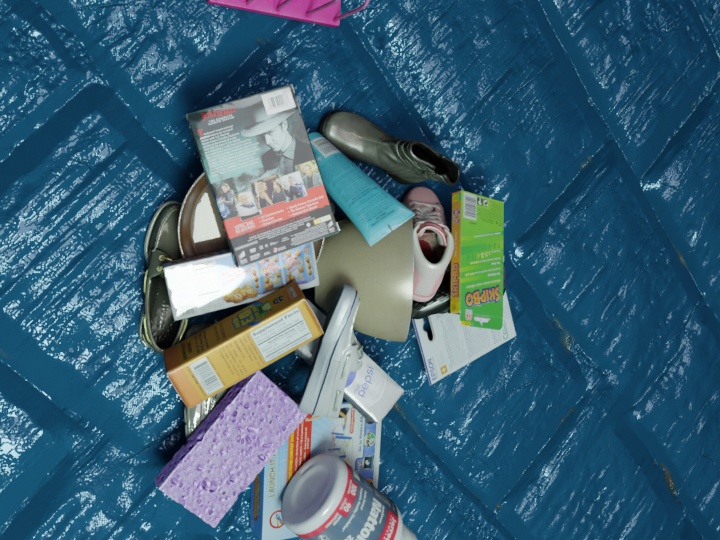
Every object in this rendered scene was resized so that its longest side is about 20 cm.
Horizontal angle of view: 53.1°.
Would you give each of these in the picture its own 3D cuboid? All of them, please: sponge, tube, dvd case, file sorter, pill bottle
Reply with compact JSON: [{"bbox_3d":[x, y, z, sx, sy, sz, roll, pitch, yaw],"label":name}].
[{"bbox_3d":[-0.173,0.239,0.985,0.200,0.030,0.112,-49,122,-13],"label":"sponge"},{"bbox_3d":[-0.016,-0.118,1.009,0.077,0.200,0.051,-37,150,-10],"label":"tube"},{"bbox_3d":[-0.123,-0.122,0.927,0.144,0.022,0.203,-21,99,-16],"label":"dvd case"},{"bbox_3d":[-0.090,-0.426,0.966,0.197,0.125,0.141,0,95,-29],"label":"file sorter"},{"bbox_3d":[-0.008,0.367,1.045,0.200,0.119,0.120,45,75,-26],"label":"pill bottle"}]

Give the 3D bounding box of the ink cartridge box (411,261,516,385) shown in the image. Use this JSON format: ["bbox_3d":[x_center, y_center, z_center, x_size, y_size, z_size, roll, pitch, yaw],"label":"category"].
[{"bbox_3d":[0.159,0.059,1.207,0.198,0.043,0.199,-24,108,-24],"label":"ink cartridge box"}]

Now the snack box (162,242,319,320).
[{"bbox_3d":[-0.154,0.006,0.949,0.197,0.024,0.073,-14,106,-17],"label":"snack box"}]

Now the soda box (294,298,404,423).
[{"bbox_3d":[-0.032,0.134,1.060,0.200,0.068,0.064,44,75,-4],"label":"soda box"}]

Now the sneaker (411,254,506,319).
[{"bbox_3d":[0.160,0.046,1.143,0.198,0.075,0.089,-27,115,-25],"label":"sneaker"}]

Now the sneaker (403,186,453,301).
[{"bbox_3d":[0.103,-0.064,1.084,0.074,0.105,0.203,8,58,-5],"label":"sneaker"}]

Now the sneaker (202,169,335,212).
[{"bbox_3d":[-0.131,-0.107,1.020,0.198,0.075,0.077,19,96,-20],"label":"sneaker"}]

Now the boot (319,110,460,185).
[{"bbox_3d":[0.048,-0.184,1.068,0.198,0.130,0.069,23,85,-29],"label":"boot"}]

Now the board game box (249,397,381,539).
[{"bbox_3d":[-0.066,0.295,1.104,0.193,0.056,0.203,1,95,-29],"label":"board game box"}]

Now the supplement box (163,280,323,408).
[{"bbox_3d":[-0.151,0.094,0.934,0.198,0.067,0.069,-27,118,-8],"label":"supplement box"}]

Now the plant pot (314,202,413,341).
[{"bbox_3d":[0.000,0.000,1.047,0.132,0.200,0.204,2,96,-3],"label":"plant pot"}]

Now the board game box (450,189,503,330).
[{"bbox_3d":[0.178,-0.013,1.094,0.095,0.030,0.203,10,75,-36],"label":"board game box"}]

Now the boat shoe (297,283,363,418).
[{"bbox_3d":[-0.027,0.112,0.981,0.066,0.074,0.202,18,117,-6],"label":"boat shoe"}]

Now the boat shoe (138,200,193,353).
[{"bbox_3d":[-0.254,0.010,0.964,0.071,0.060,0.205,7,92,-28],"label":"boat shoe"}]

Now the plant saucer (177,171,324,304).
[{"bbox_3d":[-0.145,-0.057,0.970,0.197,0.034,0.203,-4,104,-17],"label":"plant saucer"}]

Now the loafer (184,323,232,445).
[{"bbox_3d":[-0.208,0.175,1.000,0.069,0.070,0.203,0,96,-9],"label":"loafer"}]
